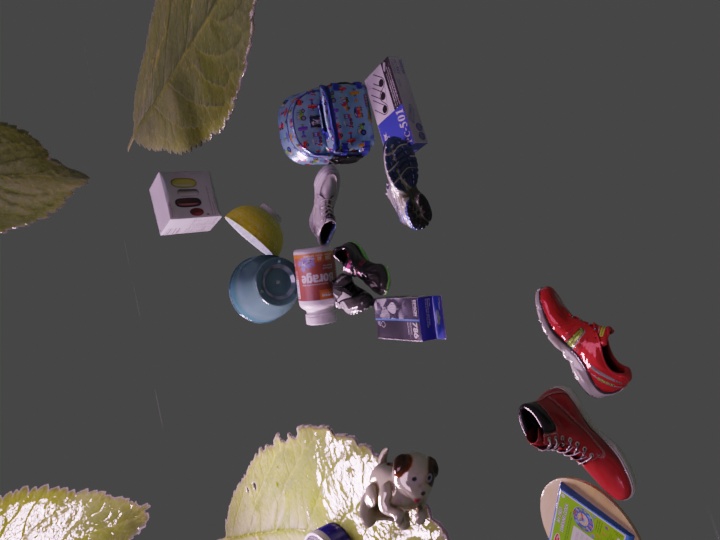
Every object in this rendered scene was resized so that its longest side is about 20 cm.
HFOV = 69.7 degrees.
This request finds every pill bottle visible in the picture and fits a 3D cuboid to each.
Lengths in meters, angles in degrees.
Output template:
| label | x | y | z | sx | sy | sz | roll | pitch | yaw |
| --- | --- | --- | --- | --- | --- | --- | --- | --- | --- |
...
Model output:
| label | x | y | z | sx | sy | sz | roll | pitch | yaw |
| --- | --- | --- | --- | --- | --- | --- | --- | --- | --- |
| pill bottle | -0.116 | 0.039 | 1.393 | 0.111 | 0.111 | 0.204 | -2 | 96 | 51 |

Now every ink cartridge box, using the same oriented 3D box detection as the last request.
| label | x | y | z | sx | sy | sz | roll | pitch | yaw |
| --- | --- | --- | --- | --- | --- | --- | --- | --- | --- |
| ink cartridge box | 0.108 | 0.108 | 1.183 | 0.198 | 0.039 | 0.101 | -7 | 91 | 51 |
| ink cartridge box | 0.076 | -0.348 | 1.127 | 0.094 | 0.044 | 0.203 | -26 | 77 | 52 |

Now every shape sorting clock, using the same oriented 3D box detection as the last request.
| label | x | y | z | sx | sy | sz | roll | pitch | yaw |
| --- | --- | --- | --- | --- | --- | --- | --- | --- | --- |
| shape sorting clock | 0.395 | 0.454 | 0.888 | 0.199 | 0.039 | 0.203 | 26 | 124 | 47 |

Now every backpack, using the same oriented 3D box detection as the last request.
| label | x | y | z | sx | sy | sz | roll | pitch | yaw |
| --- | --- | --- | --- | --- | --- | --- | --- | --- | --- |
| backpack | -0.084 | -0.337 | 1.190 | 0.134 | 0.197 | 0.186 | -177 | 81 | -70 |

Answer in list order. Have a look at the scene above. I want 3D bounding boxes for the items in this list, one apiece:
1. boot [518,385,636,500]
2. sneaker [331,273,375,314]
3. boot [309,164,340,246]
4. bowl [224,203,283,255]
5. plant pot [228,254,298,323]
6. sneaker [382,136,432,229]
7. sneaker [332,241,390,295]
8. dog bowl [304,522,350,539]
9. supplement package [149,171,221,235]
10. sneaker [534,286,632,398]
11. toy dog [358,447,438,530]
| label | x | y | z | sx | sy | sz | roll | pitch | yaw |
| --- | --- | --- | --- | --- | --- | --- | --- | --- | --- |
| boot | 0.344 | 0.295 | 0.839 | 0.201 | 0.143 | 0.073 | 56 | 134 | 26 |
| sneaker | -0.029 | 0.053 | 1.279 | 0.092 | 0.066 | 0.199 | 68 | 161 | -11 |
| boot | -0.082 | -0.162 | 1.333 | 0.096 | 0.072 | 0.202 | -118 | 31 | -43 |
| bowl | -0.303 | -0.138 | 1.578 | 0.199 | 0.200 | 0.108 | 27 | 75 | 46 |
| plant pot | -0.259 | 0.042 | 1.476 | 0.187 | 0.197 | 0.204 | -20 | 81 | 63 |
| sneaker | 0.082 | -0.183 | 1.106 | 0.085 | 0.076 | 0.203 | 15 | 126 | 62 |
| sneaker | 0.000 | 0.000 | 1.260 | 0.199 | 0.083 | 0.078 | 39 | 126 | 41 |
| dog bowl | -0.087 | 0.873 | 1.550 | 0.199 | 0.078 | 0.204 | 15 | 109 | 49 |
| supplement package | -0.660 | -0.256 | 1.950 | 0.146 | 0.198 | 0.194 | -30 | 75 | 50 |
| sneaker | 0.364 | 0.103 | 0.841 | 0.085 | 0.076 | 0.202 | -44 | 74 | 40 |
| toy dog | 0.104 | 0.500 | 1.213 | 0.201 | 0.138 | 0.196 | 126 | 160 | -44 |
